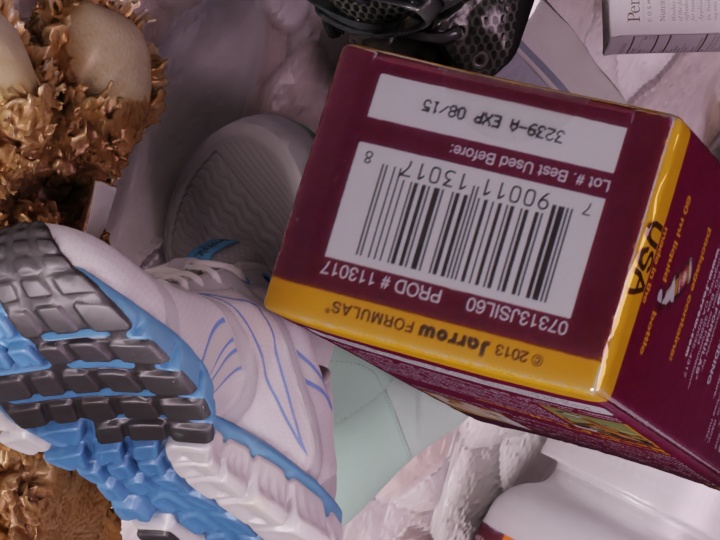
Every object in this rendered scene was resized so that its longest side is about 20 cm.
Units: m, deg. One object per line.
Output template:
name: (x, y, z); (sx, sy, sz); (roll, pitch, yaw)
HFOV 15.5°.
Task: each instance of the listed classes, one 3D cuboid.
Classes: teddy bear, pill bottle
teddy bear: (-0.111, 0.008, 0.803); (0.145, 0.067, 0.201); (-37, 132, -49)
pill bottle: (0.085, 0.159, 1.112); (0.109, 0.109, 0.201); (29, 87, -56)

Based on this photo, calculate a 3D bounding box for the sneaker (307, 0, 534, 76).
sneaker: (-0.001, -0.098, 0.779); (0.199, 0.076, 0.115); (-27, 126, -49)

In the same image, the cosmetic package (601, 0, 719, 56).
cosmetic package: (0.112, -0.169, 0.817); (0.051, 0.082, 0.201); (84, 5, -87)

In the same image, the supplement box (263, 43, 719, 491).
supplement box: (0.065, 0.005, 0.840); (0.200, 0.110, 0.086); (32, 75, -66)

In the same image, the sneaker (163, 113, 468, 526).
sneaker: (0.000, 0.000, 0.923); (0.118, 0.074, 0.201); (-36, 147, -26)

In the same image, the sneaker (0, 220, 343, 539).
sneaker: (-0.058, 0.022, 0.779); (0.200, 0.075, 0.087); (53, 40, -58)

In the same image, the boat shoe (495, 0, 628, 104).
boat shoe: (0.054, -0.061, 0.980); (0.071, 0.070, 0.201); (-39, 150, 5)
